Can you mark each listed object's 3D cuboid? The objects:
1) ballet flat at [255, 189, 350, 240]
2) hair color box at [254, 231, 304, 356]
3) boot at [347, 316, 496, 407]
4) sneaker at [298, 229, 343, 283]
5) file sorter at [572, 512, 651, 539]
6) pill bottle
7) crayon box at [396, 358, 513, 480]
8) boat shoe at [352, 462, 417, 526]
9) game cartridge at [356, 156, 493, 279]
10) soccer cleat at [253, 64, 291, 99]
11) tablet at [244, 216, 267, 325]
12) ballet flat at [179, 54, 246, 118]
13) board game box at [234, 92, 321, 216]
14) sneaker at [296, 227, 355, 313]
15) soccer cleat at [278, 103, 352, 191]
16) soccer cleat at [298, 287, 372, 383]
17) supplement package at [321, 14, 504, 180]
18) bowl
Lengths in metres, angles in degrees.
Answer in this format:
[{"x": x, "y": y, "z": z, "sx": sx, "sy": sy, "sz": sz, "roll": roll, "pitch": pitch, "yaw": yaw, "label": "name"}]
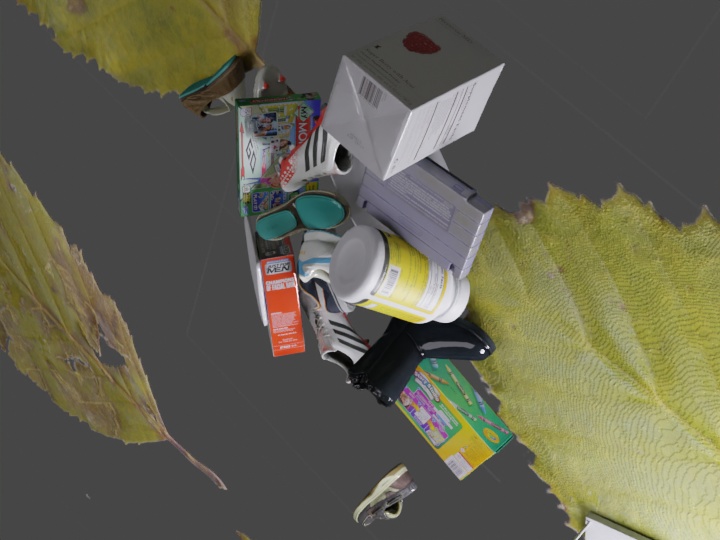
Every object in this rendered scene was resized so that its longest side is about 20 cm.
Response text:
[{"x": -0.086, "y": -0.096, "z": 1.483, "sx": 0.199, "sy": 0.062, "sz": 0.068, "roll": -10, "pitch": 112, "yaw": 38, "label": "ballet flat"}, {"x": -0.144, "y": 0.038, "z": 1.680, "sx": 0.111, "sy": 0.063, "sz": 0.201, "roll": -111, "pitch": 13, "yaw": -59, "label": "hair color box"}, {"x": 0.091, "y": 0.144, "z": 1.450, "sx": 0.199, "sy": 0.168, "sz": 0.077, "roll": 20, "pitch": 154, "yaw": 41, "label": "boot"}, {"x": 0.000, "y": 0.000, "z": 1.473, "sx": 0.198, "sy": 0.081, "sz": 0.077, "roll": 13, "pitch": 166, "yaw": -1, "label": "sneaker"}, {"x": 0.379, "y": 0.505, "z": 1.425, "sx": 0.138, "sy": 0.124, "sz": 0.201, "roll": 17, "pitch": 126, "yaw": 38, "label": "file sorter"}, {"x": 0.061, "y": 0.013, "z": 1.374, "sx": 0.112, "sy": 0.199, "sz": 0.113, "roll": -26, "pitch": 54, "yaw": 44, "label": "pill bottle"}, {"x": 0.143, "y": 0.234, "z": 1.547, "sx": 0.200, "sy": 0.058, "sz": 0.119, "roll": 49, "pitch": 140, "yaw": 11, "label": "crayon box"}, {"x": 0.047, "y": 0.440, "z": 1.772, "sx": 0.066, "sy": 0.072, "sz": 0.201, "roll": 48, "pitch": 136, "yaw": 19, "label": "boat shoe"}, {"x": 0.087, "y": -0.093, "z": 1.304, "sx": 0.200, "sy": 0.038, "sz": 0.130, "roll": 38, "pitch": 132, "yaw": 22, "label": "game cartridge"}, {"x": -0.152, "y": -0.242, "z": 1.545, "sx": 0.077, "sy": 0.069, "sz": 0.201, "roll": 22, "pitch": 132, "yaw": 40, "label": "soccer cleat"}, {"x": -0.189, "y": -0.005, "z": 1.685, "sx": 0.200, "sy": 0.014, "sz": 0.131, "roll": -111, "pitch": 14, "yaw": -57, "label": "tablet"}, {"x": -0.239, "y": -0.306, "z": 1.603, "sx": 0.072, "sy": 0.068, "sz": 0.199, "roll": 48, "pitch": 145, "yaw": -20, "label": "ballet flat"}, {"x": -0.133, "y": -0.185, "z": 1.511, "sx": 0.029, "sy": 0.134, "sz": 0.201, "roll": -117, "pitch": 24, "yaw": -50, "label": "board game box"}, {"x": -0.074, "y": -0.015, "z": 1.587, "sx": 0.079, "sy": 0.078, "sz": 0.201, "roll": -8, "pitch": 111, "yaw": 25, "label": "sneaker"}, {"x": -0.056, "y": -0.163, "z": 1.369, "sx": 0.085, "sy": 0.068, "sz": 0.200, "roll": 55, "pitch": 136, "yaw": 11, "label": "soccer cleat"}, {"x": -0.052, "y": 0.111, "z": 1.650, "sx": 0.200, "sy": 0.085, "sz": 0.069, "roll": 49, "pitch": 140, "yaw": 11, "label": "soccer cleat"}, {"x": 0.068, "y": -0.228, "z": 1.215, "sx": 0.121, "sy": 0.200, "sz": 0.120, "roll": 42, "pitch": 139, "yaw": 18, "label": "supplement package"}, {"x": 0.050, "y": -0.150, "z": 1.385, "sx": 0.199, "sy": 0.074, "sz": 0.201, "roll": -20, "pitch": 100, "yaw": 51, "label": "bowl"}]
